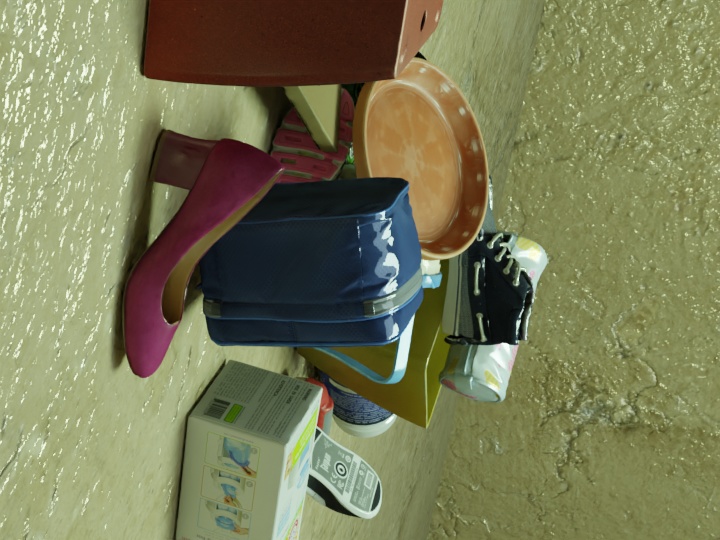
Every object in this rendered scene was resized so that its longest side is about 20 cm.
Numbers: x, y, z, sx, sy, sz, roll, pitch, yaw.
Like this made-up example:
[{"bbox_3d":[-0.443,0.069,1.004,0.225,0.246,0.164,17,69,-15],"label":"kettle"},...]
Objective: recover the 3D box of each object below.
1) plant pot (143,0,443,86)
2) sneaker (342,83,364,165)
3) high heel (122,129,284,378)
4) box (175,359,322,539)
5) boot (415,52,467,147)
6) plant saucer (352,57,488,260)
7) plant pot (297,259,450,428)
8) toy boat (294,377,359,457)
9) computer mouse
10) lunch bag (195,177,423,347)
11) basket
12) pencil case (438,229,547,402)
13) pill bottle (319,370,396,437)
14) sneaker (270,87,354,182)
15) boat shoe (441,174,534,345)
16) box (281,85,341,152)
[{"bbox_3d":[-0.030,-0.237,1.098,0.200,0.175,0.201,-56,159,-59],"label":"plant pot"},{"bbox_3d":[-0.018,-0.150,1.637,0.085,0.078,0.201,-22,146,-30],"label":"sneaker"},{"bbox_3d":[-0.122,-0.003,1.166,0.067,0.095,0.201,-48,152,-68],"label":"high heel"},{"bbox_3d":[-0.113,0.209,1.516,0.113,0.101,0.201,-57,159,-58],"label":"box"},{"bbox_3d":[0.041,-0.151,1.692,0.073,0.204,0.154,-13,139,-30],"label":"boot"},{"bbox_3d":[0.057,-0.109,1.514,0.200,0.032,0.202,17,68,-48],"label":"plant saucer"},{"bbox_3d":[0.024,0.039,1.792,0.200,0.175,0.201,85,22,-64],"label":"plant pot"},{"bbox_3d":[-0.056,0.223,1.760,0.200,0.130,0.131,-62,163,-52],"label":"toy boat"},{"bbox_3d":[-0.059,0.207,1.663,0.044,0.200,0.110,-34,-156,36],"label":"computer mouse"},{"bbox_3d":[-0.049,0.001,1.316,0.136,0.198,0.133,-46,131,-66],"label":"lunch bag"},{"bbox_3d":[0.000,0.000,1.588,0.139,0.176,0.201,7,103,-47],"label":"basket"},{"bbox_3d":[0.156,0.054,1.802,0.091,0.083,0.201,80,28,-71],"label":"pencil case"},{"bbox_3d":[0.004,0.135,1.997,0.200,0.115,0.116,87,21,-59],"label":"pill bottle"},{"bbox_3d":[-0.054,-0.083,1.501,0.087,0.073,0.201,14,91,-86],"label":"sneaker"},{"bbox_3d":[0.146,-0.013,1.662,0.075,0.092,0.202,-24,120,-62],"label":"boat shoe"},{"bbox_3d":[-0.042,-0.214,1.375,0.200,0.021,0.165,54,37,-74],"label":"box"}]
